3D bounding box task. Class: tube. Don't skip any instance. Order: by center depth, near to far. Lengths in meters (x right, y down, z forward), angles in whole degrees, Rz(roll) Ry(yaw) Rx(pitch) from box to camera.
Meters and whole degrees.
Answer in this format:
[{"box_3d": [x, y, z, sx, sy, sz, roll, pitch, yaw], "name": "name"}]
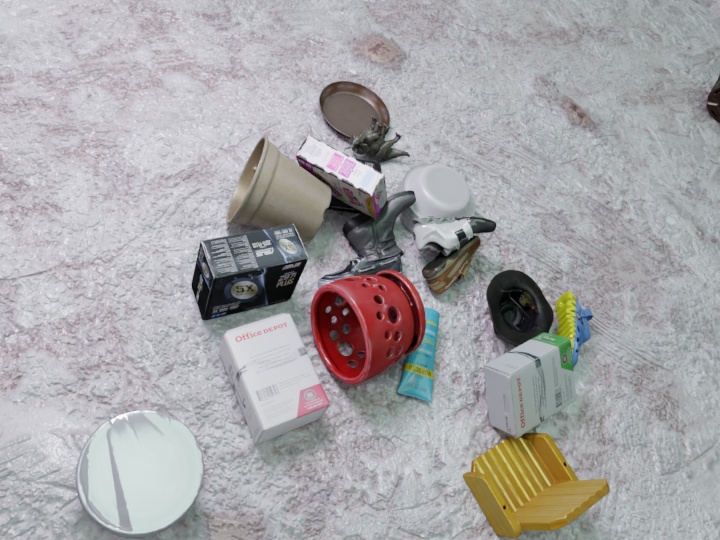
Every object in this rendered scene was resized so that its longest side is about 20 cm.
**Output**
[{"box_3d": [0.131, 0.179, 1.490, 0.076, 0.051, 0.204, 15, 59, -3], "name": "tube"}]

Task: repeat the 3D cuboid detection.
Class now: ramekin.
[{"box_3d": [-0.364, 0.342, 1.146, 0.198, 0.095, 0.206, 11, 55, -16], "name": "ramekin"}]

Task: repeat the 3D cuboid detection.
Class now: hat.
[{"box_3d": [0.348, 0.101, 1.603, 0.196, 0.081, 0.205, 14, 57, -23], "name": "hat"}]

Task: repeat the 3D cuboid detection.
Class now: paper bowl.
[{"box_3d": [0.189, -0.177, 1.704, 0.196, 0.105, 0.205, 10, 57, -15], "name": "paper bowl"}]

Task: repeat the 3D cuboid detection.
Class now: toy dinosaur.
[{"box_3d": [0.041, -0.318, 1.748, 0.198, 0.103, 0.077, 18, 23, -46], "name": "toy dinosaur"}]

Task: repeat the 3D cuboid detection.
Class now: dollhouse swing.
[{"box_3d": [0.344, 0.399, 1.350, 0.197, 0.177, 0.184, -20, 68, -30], "name": "dollhouse swing"}]

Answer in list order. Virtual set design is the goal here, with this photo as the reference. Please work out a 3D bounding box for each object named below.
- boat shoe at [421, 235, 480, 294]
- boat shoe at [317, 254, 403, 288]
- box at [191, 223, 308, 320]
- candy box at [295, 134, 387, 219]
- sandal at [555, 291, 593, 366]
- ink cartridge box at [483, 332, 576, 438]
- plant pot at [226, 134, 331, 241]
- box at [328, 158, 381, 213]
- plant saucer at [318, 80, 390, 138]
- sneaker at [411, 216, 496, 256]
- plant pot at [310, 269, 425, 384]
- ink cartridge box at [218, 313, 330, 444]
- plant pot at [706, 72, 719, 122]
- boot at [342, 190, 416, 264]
[{"box_3d": [0.219, -0.012, 1.638, 0.199, 0.075, 0.075, -37, 108, -35], "name": "boat shoe"}, {"box_3d": [0.000, 0.000, 1.508, 0.195, 0.072, 0.070, -8, 102, -15], "name": "boat shoe"}, {"box_3d": [-0.222, 0.004, 1.379, 0.196, 0.165, 0.087, -12, 63, -29], "name": "box"}, {"box_3d": [-0.039, -0.205, 1.540, 0.197, 0.137, 0.062, 28, 77, 13], "name": "candy box"}, {"box_3d": [0.511, 0.145, 1.648, 0.086, 0.080, 0.203, 25, 54, -10], "name": "sandal"}, {"box_3d": [0.361, 0.240, 1.475, 0.197, 0.082, 0.150, -20, 109, -32], "name": "ink cartridge box"}, {"box_3d": [-0.169, -0.157, 1.506, 0.181, 0.200, 0.204, 25, 52, -20], "name": "plant pot"}, {"box_3d": [-0.037, -0.208, 1.673, 0.195, 0.036, 0.146, 5, 58, -18], "name": "box"}, {"box_3d": [-0.018, -0.411, 1.814, 0.195, 0.032, 0.204, 10, 56, -16], "name": "plant saucer"}, {"box_3d": [0.217, -0.077, 1.602, 0.195, 0.074, 0.091, -3, 80, -1], "name": "sneaker"}, {"box_3d": [0.023, 0.104, 1.396, 0.180, 0.201, 0.203, -16, 65, -33], "name": "plant pot"}, {"box_3d": [-0.166, 0.202, 1.324, 0.144, 0.083, 0.203, -15, 66, -29], "name": "ink cartridge box"}, {"box_3d": [1.311, -0.621, 2.410, 0.200, 0.201, 0.198, 43, 62, 9], "name": "plant pot"}, {"box_3d": [0.067, -0.087, 1.601, 0.197, 0.070, 0.133, -31, 73, -5], "name": "boot"}]
